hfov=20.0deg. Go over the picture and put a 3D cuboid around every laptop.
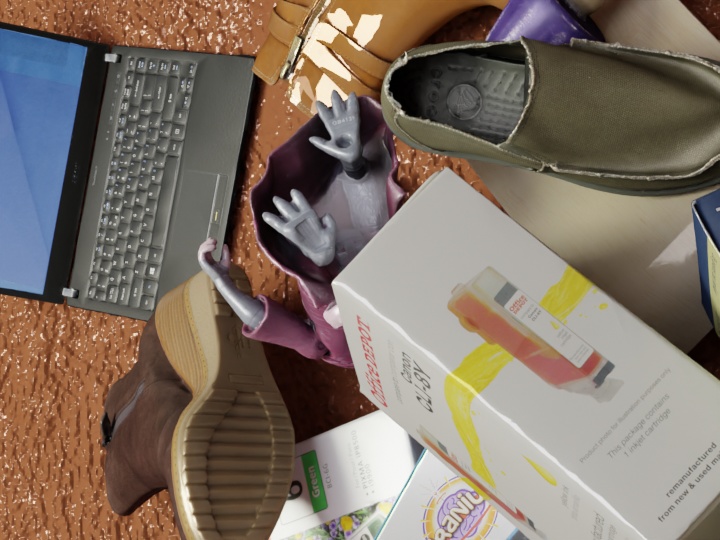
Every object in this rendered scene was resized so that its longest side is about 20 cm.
[{"bbox_3d":[-0.183,-0.065,1.293,0.200,0.103,0.177,10,89,37],"label":"laptop"}]

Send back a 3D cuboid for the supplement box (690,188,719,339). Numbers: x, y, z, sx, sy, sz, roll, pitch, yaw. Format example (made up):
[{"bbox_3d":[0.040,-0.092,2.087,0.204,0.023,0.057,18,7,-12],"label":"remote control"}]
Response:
[{"bbox_3d":[0.276,0.033,0.874,0.200,0.134,0.200,-25,67,2],"label":"supplement box"}]

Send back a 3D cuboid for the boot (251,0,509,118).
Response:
[{"bbox_3d":[0.025,-0.141,1.173,0.200,0.074,0.155,40,106,46],"label":"boot"}]

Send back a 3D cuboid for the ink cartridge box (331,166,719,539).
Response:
[{"bbox_3d":[0.089,0.065,0.962,0.200,0.145,0.083,40,75,20],"label":"ink cartridge box"}]

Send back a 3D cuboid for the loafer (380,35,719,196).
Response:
[{"bbox_3d":[0.099,-0.077,1.008,0.200,0.070,0.075,3,91,18],"label":"loafer"}]

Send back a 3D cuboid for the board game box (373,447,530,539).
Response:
[{"bbox_3d":[0.102,0.173,1.051,0.200,0.040,0.153,33,103,17],"label":"board game box"}]

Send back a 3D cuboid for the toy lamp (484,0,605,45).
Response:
[{"bbox_3d":[0.145,-0.172,1.045,0.200,0.058,0.058,-45,60,17],"label":"toy lamp"}]

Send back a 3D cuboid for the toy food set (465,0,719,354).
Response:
[{"bbox_3d":[0.149,-0.063,1.080,0.144,0.060,0.200,-47,51,15],"label":"toy food set"}]

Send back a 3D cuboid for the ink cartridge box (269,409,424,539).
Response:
[{"bbox_3d":[-0.030,0.160,1.179,0.200,0.050,0.109,-24,70,30],"label":"ink cartridge box"}]

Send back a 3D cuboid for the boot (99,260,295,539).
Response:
[{"bbox_3d":[-0.103,0.110,1.194,0.166,0.072,0.200,-50,35,47],"label":"boot"}]

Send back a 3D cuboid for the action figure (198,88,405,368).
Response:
[{"bbox_3d":[0.000,0.000,1.119,0.134,0.200,0.149,-32,58,-18],"label":"action figure"}]
